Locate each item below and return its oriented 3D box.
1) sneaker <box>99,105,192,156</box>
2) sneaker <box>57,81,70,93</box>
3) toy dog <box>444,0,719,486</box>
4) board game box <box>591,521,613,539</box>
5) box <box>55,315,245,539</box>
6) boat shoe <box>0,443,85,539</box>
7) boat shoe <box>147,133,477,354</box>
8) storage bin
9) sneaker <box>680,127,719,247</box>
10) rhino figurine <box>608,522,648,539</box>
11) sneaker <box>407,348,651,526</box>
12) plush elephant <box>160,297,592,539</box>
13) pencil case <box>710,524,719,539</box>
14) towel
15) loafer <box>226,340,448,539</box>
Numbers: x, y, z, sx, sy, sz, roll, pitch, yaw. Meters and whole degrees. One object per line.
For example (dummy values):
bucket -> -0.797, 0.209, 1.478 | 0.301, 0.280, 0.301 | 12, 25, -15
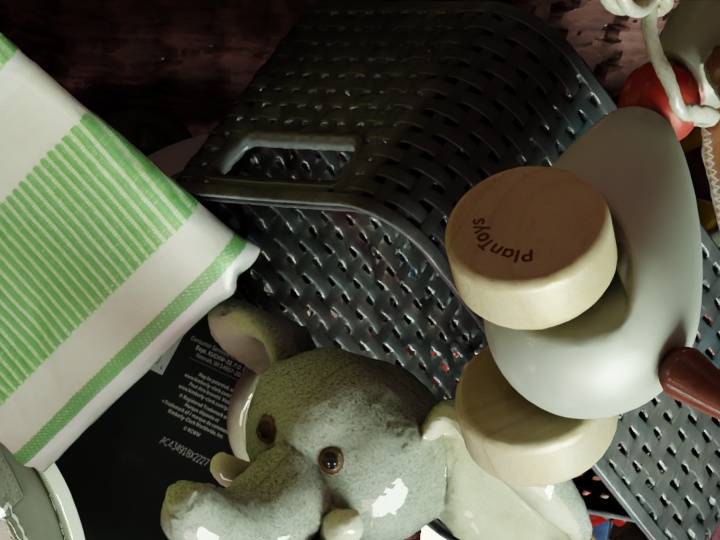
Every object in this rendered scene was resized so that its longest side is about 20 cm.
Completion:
sneaker -> -0.114, -0.004, 1.171 | 0.071, 0.098, 0.200 | 39, 129, 2
sneaker -> -0.199, -0.046, 1.082 | 0.200, 0.075, 0.081 | 10, 119, 14
toy dog -> 0.104, -0.020, 0.896 | 0.096, 0.200, 0.132 | 22, 166, 25
board game box -> 0.122, 0.137, 1.403 | 0.035, 0.136, 0.200 | 5, 161, 17
box -> -0.033, 0.102, 1.296 | 0.148, 0.124, 0.200 | 24, 171, 32
boat shoe -> -0.172, 0.066, 1.143 | 0.072, 0.060, 0.202 | -13, 111, 33
boat shoe -> 0.000, 0.000, 1.107 | 0.200, 0.070, 0.066 | 14, -159, -37
storage bin -> 0.045, 0.009, 1.013 | 0.135, 0.094, 0.200 | 5, 143, 50
sneaker -> 0.122, -0.004, 1.099 | 0.075, 0.090, 0.200 | 9, 158, -12
rhino figurine -> 0.158, 0.105, 1.278 | 0.087, 0.200, 0.060 | 14, 131, 42
sneaker -> 0.066, 0.045, 1.214 | 0.201, 0.108, 0.067 | 11, 158, -17
plush elephant -> -0.013, 0.099, 0.970 | 0.165, 0.200, 0.155 | 13, 125, 40
pencil case -> 0.181, 0.087, 1.182 | 0.083, 0.200, 0.087 | 22, 168, 4
towel -> -0.146, -0.032, 0.998 | 0.200, 0.023, 0.153 | 42, 133, -7
loafer -> 0.023, 0.084, 1.164 | 0.068, 0.076, 0.200 | 21, 167, 44
